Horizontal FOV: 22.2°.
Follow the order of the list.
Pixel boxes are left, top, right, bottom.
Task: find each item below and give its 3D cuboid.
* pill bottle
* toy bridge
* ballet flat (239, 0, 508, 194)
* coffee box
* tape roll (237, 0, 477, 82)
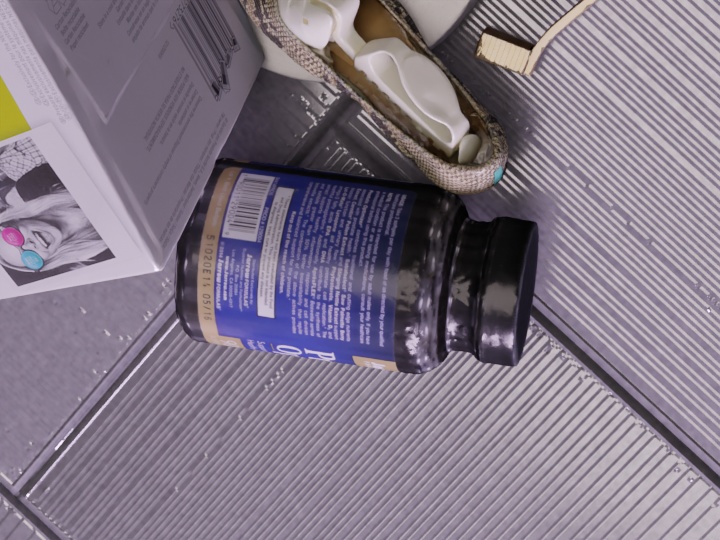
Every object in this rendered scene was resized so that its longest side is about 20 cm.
[{"bbox_3d":[0.000,0.000,1.078,0.199,0.112,0.112,8,102,11],"label":"pill bottle"},{"bbox_3d":[0.131,-0.206,1.053,0.067,0.027,0.201,22,104,5],"label":"toy bridge"},{"bbox_3d":[0.009,-0.123,1.032,0.200,0.075,0.068,44,84,2],"label":"ballet flat"},{"bbox_3d":[-0.201,-0.122,1.004,0.197,0.200,0.200,-10,126,26],"label":"coffee box"},{"bbox_3d":[-0.017,-0.211,1.080,0.202,0.037,0.204,3,102,12],"label":"tape roll"}]
